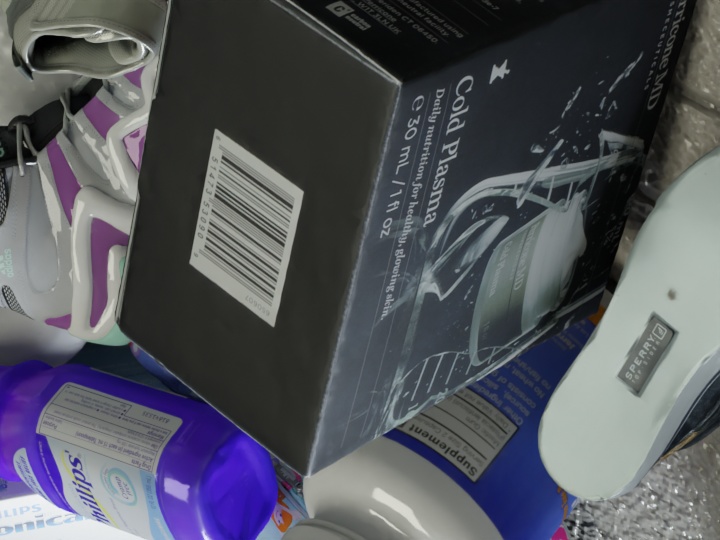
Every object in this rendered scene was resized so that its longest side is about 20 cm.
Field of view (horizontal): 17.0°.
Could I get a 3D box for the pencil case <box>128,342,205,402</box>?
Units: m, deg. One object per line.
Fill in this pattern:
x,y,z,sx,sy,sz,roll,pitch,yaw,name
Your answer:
-0.057,-0.029,1.222,0.078,0.087,0.201,22,118,0,pencil case

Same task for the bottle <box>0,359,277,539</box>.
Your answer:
-0.139,0.090,1.250,0.199,0.065,0.084,15,143,33,bottle

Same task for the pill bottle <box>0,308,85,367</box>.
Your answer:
-0.203,-0.049,1.348,0.113,0.112,0.201,104,166,-53,pill bottle

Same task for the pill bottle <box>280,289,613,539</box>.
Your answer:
0.044,0.094,1.127,0.112,0.200,0.112,30,151,19,pill bottle

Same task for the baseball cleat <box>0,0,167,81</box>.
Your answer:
-0.082,-0.154,1.103,0.070,0.200,0.107,32,-148,-40,baseball cleat

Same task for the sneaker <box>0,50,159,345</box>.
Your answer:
-0.153,-0.066,1.175,0.078,0.139,0.201,-120,45,-69,sneaker

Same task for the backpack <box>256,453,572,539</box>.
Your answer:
0.013,0.152,1.305,0.200,0.150,0.178,38,141,15,backpack

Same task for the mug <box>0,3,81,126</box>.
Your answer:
-0.168,-0.155,1.239,0.175,0.148,0.200,33,144,-7,mug

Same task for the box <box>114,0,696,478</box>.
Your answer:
0.020,-0.054,0.996,0.124,0.196,0.201,36,132,27,box

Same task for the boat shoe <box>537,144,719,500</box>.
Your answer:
0.153,0.011,1.047,0.071,0.091,0.201,43,121,17,boat shoe

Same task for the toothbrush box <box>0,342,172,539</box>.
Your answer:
-0.175,0.064,1.389,0.085,0.146,0.200,92,165,-52,toothbrush box
